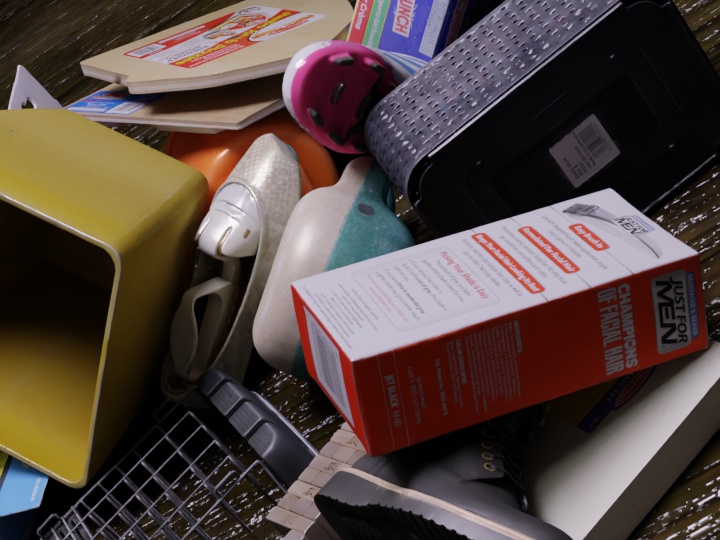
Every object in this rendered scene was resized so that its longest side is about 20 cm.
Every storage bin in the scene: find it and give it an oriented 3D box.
[{"bbox_3d":[0.120,-0.090,1.156,0.200,0.135,0.094,-38,32,4],"label":"storage bin"}]

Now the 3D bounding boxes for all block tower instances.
[{"bbox_3d":[0.028,0.099,1.088,0.200,0.054,0.058,-49,23,-17],"label":"block tower"}]

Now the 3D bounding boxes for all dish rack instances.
[{"bbox_3d":[-0.127,0.159,1.194,0.200,0.055,0.153,-45,28,-5],"label":"dish rack"}]

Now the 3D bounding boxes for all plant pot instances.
[{"bbox_3d":[-0.215,-0.005,1.291,0.199,0.201,0.176,25,34,17],"label":"plant pot"}]

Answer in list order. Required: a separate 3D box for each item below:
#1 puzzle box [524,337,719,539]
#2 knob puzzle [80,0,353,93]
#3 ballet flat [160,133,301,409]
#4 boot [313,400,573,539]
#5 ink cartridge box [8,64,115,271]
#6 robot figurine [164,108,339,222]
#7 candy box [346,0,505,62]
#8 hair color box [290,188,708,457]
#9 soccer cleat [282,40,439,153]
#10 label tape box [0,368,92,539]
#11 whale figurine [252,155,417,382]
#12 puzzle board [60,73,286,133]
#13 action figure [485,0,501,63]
[{"bbox_3d":[0.114,0.107,1.012,0.200,0.025,0.133,-47,29,-12],"label":"puzzle box"},{"bbox_3d":[-0.087,-0.161,1.372,0.218,0.031,0.220,-11,21,4],"label":"knob puzzle"},{"bbox_3d":[-0.091,0.003,1.264,0.067,0.062,0.201,21,102,36],"label":"ballet flat"},{"bbox_3d":[0.075,0.101,0.970,0.138,0.078,0.200,-45,31,-21],"label":"boot"},{"bbox_3d":[-0.237,-0.052,1.459,0.068,0.200,0.115,-30,30,16],"label":"ink cartridge box"},{"bbox_3d":[-0.083,-0.072,1.398,0.144,0.116,0.200,-67,26,12],"label":"robot figurine"},{"bbox_3d":[0.073,-0.236,1.350,0.200,0.077,0.170,-52,-14,-46],"label":"candy box"},{"bbox_3d":[0.075,0.025,0.999,0.199,0.064,0.111,-17,26,-13],"label":"hair color box"},{"bbox_3d":[0.002,-0.116,1.223,0.086,0.200,0.070,32,104,37],"label":"soccer cleat"},{"bbox_3d":[-0.278,0.165,1.351,0.199,0.066,0.144,-20,35,25],"label":"label tape box"},{"bbox_3d":[0.000,0.000,1.232,0.200,0.103,0.160,-58,-12,-66],"label":"whale figurine"},{"bbox_3d":[-0.113,-0.137,1.393,0.199,0.017,0.151,6,29,41],"label":"puzzle board"},{"bbox_3d":[0.153,-0.194,1.313,0.119,0.102,0.201,28,97,51],"label":"action figure"}]
